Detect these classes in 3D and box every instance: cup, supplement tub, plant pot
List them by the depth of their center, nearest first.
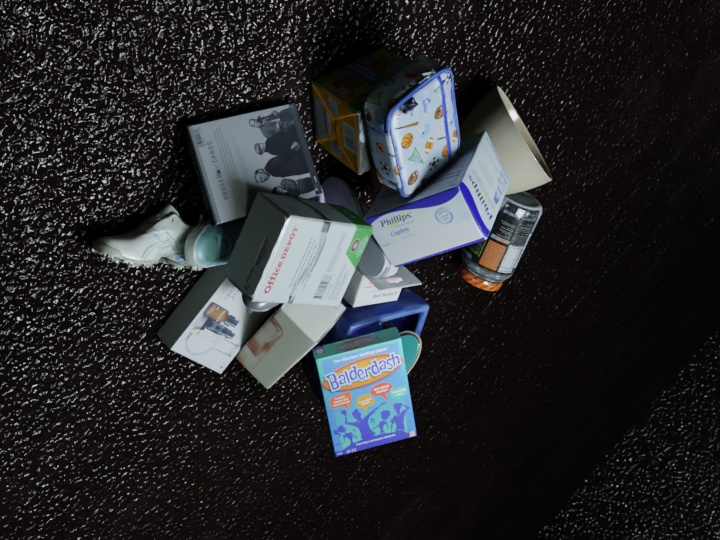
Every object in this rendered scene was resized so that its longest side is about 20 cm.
[{"bbox_3d":[-0.020,0.105,1.883,0.198,0.180,0.202,-15,135,-40],"label":"plant pot"},{"bbox_3d":[0.245,-0.219,1.905,0.142,0.202,0.200,-30,148,16],"label":"cup"},{"bbox_3d":[0.283,-0.068,2.113,0.122,0.122,0.202,-3,125,-46],"label":"supplement tub"}]

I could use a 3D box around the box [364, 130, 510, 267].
[{"bbox_3d":[0.131,-0.119,1.705,0.106,0.182,0.201,59,34,-21],"label":"box"}]

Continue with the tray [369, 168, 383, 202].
[{"bbox_3d":[0.098,-0.155,1.862,0.199,0.037,0.100,-2,83,-47],"label":"tray"}]

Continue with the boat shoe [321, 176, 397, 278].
[{"bbox_3d":[0.000,-0.073,1.744,0.072,0.201,0.065,-45,156,22],"label":"boat shoe"}]

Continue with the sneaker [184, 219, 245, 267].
[{"bbox_3d":[-0.185,-0.046,1.593,0.199,0.081,0.075,-20,110,-53],"label":"sneaker"}]

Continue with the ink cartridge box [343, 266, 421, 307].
[{"bbox_3d":[0.000,0.000,1.797,0.116,0.200,0.068,-7,127,-43],"label":"ink cartridge box"}]

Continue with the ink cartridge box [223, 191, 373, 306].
[{"bbox_3d":[-0.094,-0.030,1.570,0.199,0.083,0.148,7,115,-51],"label":"ink cartridge box"}]

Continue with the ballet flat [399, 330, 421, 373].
[{"bbox_3d":[0.042,0.184,1.825,0.069,0.069,0.201,17,113,-52],"label":"ballet flat"}]

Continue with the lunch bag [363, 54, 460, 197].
[{"bbox_3d":[0.087,-0.226,1.588,0.160,0.075,0.201,-38,143,-22],"label":"lunch bag"}]

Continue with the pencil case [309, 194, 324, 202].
[{"bbox_3d":[-0.146,-0.118,1.641,0.085,0.085,0.199,-30,157,35],"label":"pencil case"}]

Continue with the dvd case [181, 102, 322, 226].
[{"bbox_3d":[-0.160,-0.163,1.548,0.198,0.025,0.152,-19,93,-36],"label":"dvd case"}]

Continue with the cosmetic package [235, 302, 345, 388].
[{"bbox_3d":[-0.123,0.107,1.761,0.200,0.087,0.103,-44,-176,47],"label":"cosmetic package"}]

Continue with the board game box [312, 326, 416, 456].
[{"bbox_3d":[0.008,0.209,1.761,0.150,0.045,0.202,-14,116,-6],"label":"board game box"}]

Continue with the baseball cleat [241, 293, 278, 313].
[{"bbox_3d":[-0.125,-0.013,1.682,0.200,0.069,0.107,-48,167,-50],"label":"baseball cleat"}]

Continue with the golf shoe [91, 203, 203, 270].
[{"bbox_3d":[-0.314,-0.054,1.535,0.199,0.078,0.099,0,105,-54],"label":"golf shoe"}]

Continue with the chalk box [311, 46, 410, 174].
[{"bbox_3d":[0.035,-0.269,1.662,0.199,0.124,0.126,-30,140,-27],"label":"chalk box"}]

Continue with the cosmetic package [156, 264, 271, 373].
[{"bbox_3d":[-0.229,0.065,1.737,0.201,0.052,0.151,-52,147,1],"label":"cosmetic package"}]
